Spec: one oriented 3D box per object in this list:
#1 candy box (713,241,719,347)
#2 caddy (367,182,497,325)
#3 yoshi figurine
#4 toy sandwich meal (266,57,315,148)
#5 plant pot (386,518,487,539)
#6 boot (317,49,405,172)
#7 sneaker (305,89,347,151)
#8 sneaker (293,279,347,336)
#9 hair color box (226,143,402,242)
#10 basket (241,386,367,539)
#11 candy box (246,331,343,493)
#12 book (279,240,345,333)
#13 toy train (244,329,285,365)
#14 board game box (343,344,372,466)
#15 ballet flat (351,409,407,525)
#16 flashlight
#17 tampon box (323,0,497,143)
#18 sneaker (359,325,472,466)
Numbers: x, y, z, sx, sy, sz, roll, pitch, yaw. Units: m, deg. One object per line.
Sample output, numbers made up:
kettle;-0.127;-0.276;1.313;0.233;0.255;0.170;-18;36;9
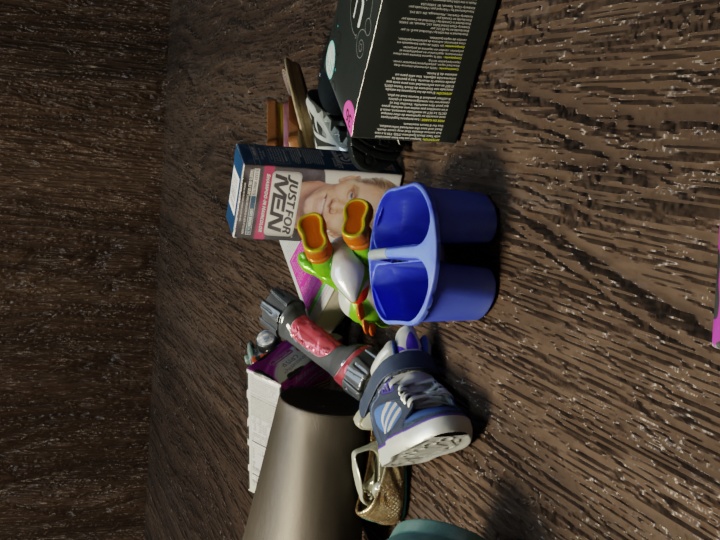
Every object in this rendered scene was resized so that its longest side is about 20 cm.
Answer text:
candy box;0.271;-0.016;0.637;0.200;0.060;0.138;-169;81;-73
caddy;0.061;-0.015;1.241;0.200;0.104;0.143;174;98;-72
yoshi figurine;-0.006;-0.011;1.417;0.112;0.112;0.201;29;159;32
toy sandwich meal;-0.099;-0.201;1.726;0.205;0.069;0.208;-15;-90;-89
plant pot;0.066;0.314;1.105;0.135;0.199;0.201;-67;5;-32
boot;0.000;-0.210;1.497;0.168;0.076;0.203;168;110;-68
sneaker;-0.035;-0.176;1.613;0.201;0.073;0.089;-114;33;-55
sneaker;-0.050;0.038;1.669;0.078;0.070;0.203;-16;68;50
hair color box;-0.057;-0.091;1.467;0.061;0.197;0.101;-117;33;-56
basket;-0.060;0.255;1.476;0.180;0.135;0.203;21;105;51
candy box;-0.085;0.189;1.587;0.061;0.136;0.202;22;127;28
book;-0.049;-0.030;1.598;0.134;0.048;0.201;-55;37;29
toy train;-0.108;0.175;1.729;0.201;0.084;0.115;77;177;-47
board game box;-0.009;0.198;1.546;0.159;0.038;0.201;109;156;-43
ballet flat;0.023;0.197;1.407;0.070;0.064;0.203;-177;89;-69
flashlight;-0.045;0.087;1.493;0.199;0.068;0.068;36;90;33
tampon box;0.050;-0.259;1.270;0.151;0.125;0.202;-109;27;-49
sneaker;0.056;0.124;1.287;0.200;0.080;0.148;130;136;-68
